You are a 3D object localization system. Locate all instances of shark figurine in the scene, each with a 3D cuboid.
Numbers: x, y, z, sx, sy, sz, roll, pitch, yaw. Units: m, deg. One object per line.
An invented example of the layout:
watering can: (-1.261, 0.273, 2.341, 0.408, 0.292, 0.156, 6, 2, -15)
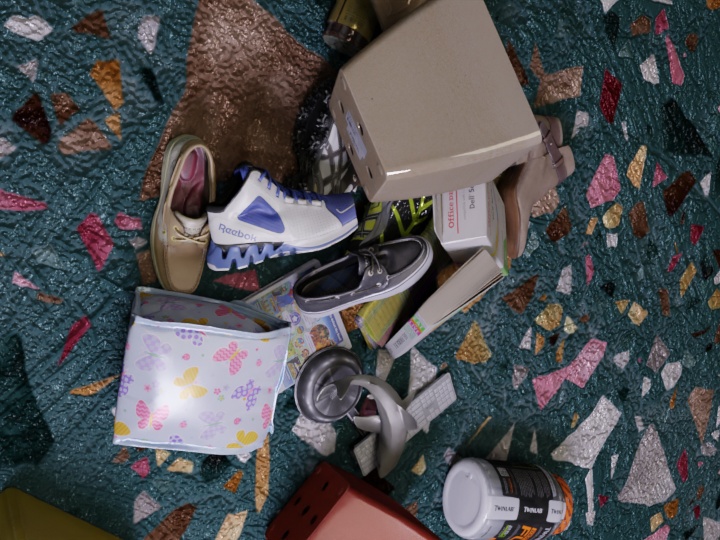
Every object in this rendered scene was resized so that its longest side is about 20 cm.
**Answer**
shark figurine: (0.038, 0.198, 1.157, 0.128, 0.089, 0.216, -46, 129, -17)

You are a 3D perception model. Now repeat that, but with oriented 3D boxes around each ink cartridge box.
ink cartridge box: (0.155, -0.074, 1.136, 0.200, 0.066, 0.120, 42, 44, -62)

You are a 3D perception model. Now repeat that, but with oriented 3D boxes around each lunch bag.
lunch bag: (-0.194, 0.127, 1.009, 0.196, 0.127, 0.173, 9, 107, -15)

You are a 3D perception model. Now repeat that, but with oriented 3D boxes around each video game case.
video game case: (-0.117, 0.094, 1.125, 0.198, 0.018, 0.146, -30, 112, -21)

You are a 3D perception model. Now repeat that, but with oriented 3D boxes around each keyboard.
keyboard: (0.071, 0.234, 1.252, 0.198, 0.011, 0.057, -35, 118, -23)

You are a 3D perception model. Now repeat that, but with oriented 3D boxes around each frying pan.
frying pan: (-0.034, 0.201, 1.179, 0.113, 0.031, 0.194, -22, 113, -24)

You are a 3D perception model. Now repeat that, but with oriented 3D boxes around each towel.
towel: (0.065, 0.018, 1.167, 0.201, 0.023, 0.144, -52, 156, -9)

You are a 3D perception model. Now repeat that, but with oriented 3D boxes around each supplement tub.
supplement tub: (0.241, 0.372, 1.320, 0.197, 0.122, 0.125, 13, 94, -29)

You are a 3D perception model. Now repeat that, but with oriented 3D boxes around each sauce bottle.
sauce bottle: (0.016, -0.384, 1.074, 0.064, 0.064, 0.203, 25, 89, -30)

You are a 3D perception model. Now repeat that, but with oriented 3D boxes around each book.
book: (0.109, 0.054, 1.146, 0.133, 0.200, 0.048, -36, 82, -18)

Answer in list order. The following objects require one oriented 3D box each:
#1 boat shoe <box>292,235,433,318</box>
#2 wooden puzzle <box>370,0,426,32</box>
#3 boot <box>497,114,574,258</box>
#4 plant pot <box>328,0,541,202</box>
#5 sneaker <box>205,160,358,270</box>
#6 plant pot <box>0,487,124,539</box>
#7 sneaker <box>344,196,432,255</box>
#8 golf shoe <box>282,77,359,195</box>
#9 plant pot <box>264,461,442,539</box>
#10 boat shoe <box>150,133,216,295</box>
boat shoe: (0.000, 0.000, 1.074, 0.196, 0.071, 0.066, -20, 154, 6)
wooden puzzle: (0.073, -0.376, 1.071, 0.187, 0.046, 0.201, -58, 156, -13)
boot: (0.271, -0.137, 1.265, 0.144, 0.070, 0.204, -21, 110, -26)
plant pot: (0.070, -0.188, 0.975, 0.174, 0.200, 0.203, -23, 87, -10)
sneaker: (-0.102, -0.080, 0.993, 0.195, 0.081, 0.118, -17, 113, -14)
plant pot: (-0.378, 0.414, 0.955, 0.199, 0.176, 0.202, 38, 82, -29)
sneaker: (0.027, -0.052, 1.149, 0.075, 0.077, 0.201, 30, 103, -36)
golf shoe: (-0.042, -0.151, 1.091, 0.093, 0.077, 0.204, 6, 105, -38)
plant pot: (-0.020, 0.391, 1.151, 0.176, 0.199, 0.200, 45, 78, -15)
boat shoe: (-0.217, -0.064, 1.009, 0.073, 0.066, 0.205, -3, 102, -28)
